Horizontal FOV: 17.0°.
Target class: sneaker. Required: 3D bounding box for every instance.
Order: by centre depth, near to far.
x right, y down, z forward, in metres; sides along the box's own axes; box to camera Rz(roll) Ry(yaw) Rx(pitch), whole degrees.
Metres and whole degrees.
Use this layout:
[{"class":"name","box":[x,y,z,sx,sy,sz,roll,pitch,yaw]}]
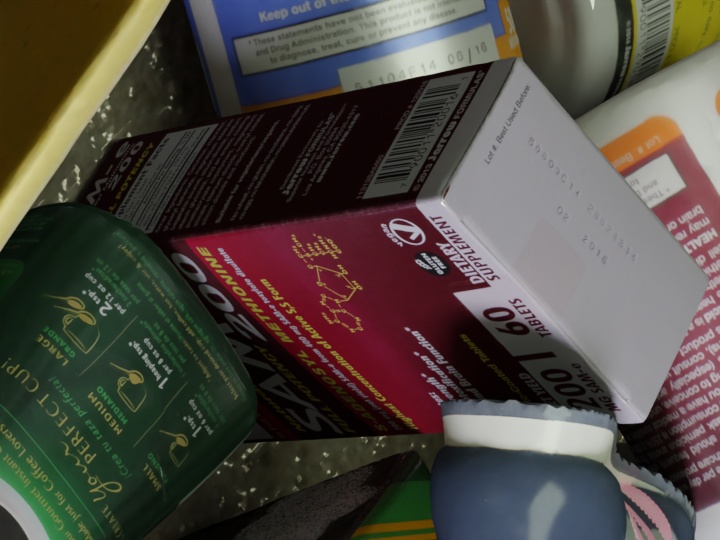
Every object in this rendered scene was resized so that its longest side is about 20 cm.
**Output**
[{"class":"sneaker","box":[0.062,0.098,0.772,0.200,0.070,0.082,39,54,-64]}]

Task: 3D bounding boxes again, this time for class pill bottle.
[{"class":"pill bottle","box":[-0.019,-0.144,0.838,0.112,0.112,0.200,-22,102,-39]},{"class":"pill bottle","box":[0.141,0.027,0.868,0.114,0.114,0.200,-27,86,-38]},{"class":"pill bottle","box":[0.112,-0.131,0.949,0.200,0.111,0.111,-28,105,-39]}]

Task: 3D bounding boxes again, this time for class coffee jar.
[{"class":"coffee jar","box":[-0.128,0.076,0.747,0.200,0.085,0.104,-48,115,-33]}]

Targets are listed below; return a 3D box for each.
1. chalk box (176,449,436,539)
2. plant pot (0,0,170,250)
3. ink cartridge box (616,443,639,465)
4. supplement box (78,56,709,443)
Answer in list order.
[{"class":"chalk box","box":[-0.035,0.168,0.746,0.124,0.125,0.200,60,33,-11]},{"class":"plant pot","box":[-0.199,-0.081,0.611,0.194,0.200,0.196,29,101,-35]},{"class":"ink cartridge box","box":[0.076,0.181,0.913,0.144,0.085,0.200,-22,102,-40]},{"class":"supplement box","box":[0.000,0.000,0.785,0.109,0.200,0.061,46,58,-28]}]
